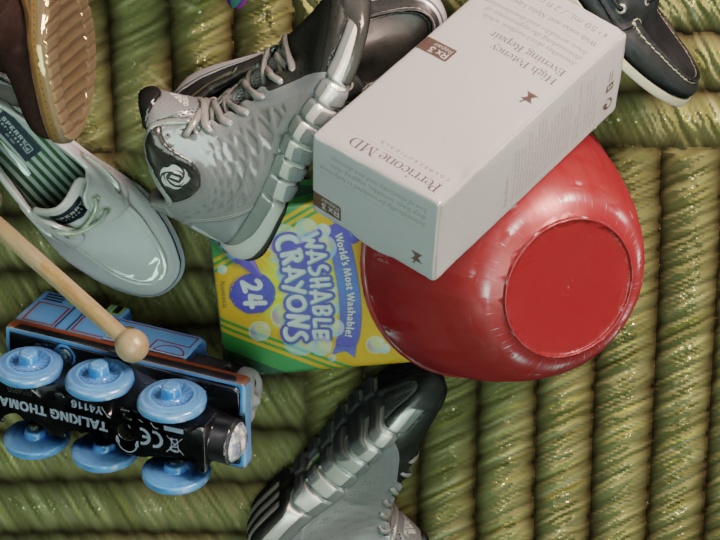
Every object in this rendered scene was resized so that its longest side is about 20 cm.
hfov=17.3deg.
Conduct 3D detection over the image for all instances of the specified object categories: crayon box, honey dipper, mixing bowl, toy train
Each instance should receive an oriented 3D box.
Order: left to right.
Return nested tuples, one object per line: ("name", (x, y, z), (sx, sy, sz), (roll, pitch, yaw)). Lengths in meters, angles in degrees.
("honey dipper", (-0.214, -0.004, 1.577), (0.200, 0.038, 0.038), (41, 109, 17))
("toy train", (-0.158, 0.081, 1.597), (0.200, 0.114, 0.087), (12, 123, 19))
("crayon box", (0.000, 0.000, 1.629), (0.200, 0.052, 0.126), (-5, 112, 0))
("mixing bowl", (0.113, -0.005, 1.562), (0.200, 0.108, 0.200), (-10, 112, -24))

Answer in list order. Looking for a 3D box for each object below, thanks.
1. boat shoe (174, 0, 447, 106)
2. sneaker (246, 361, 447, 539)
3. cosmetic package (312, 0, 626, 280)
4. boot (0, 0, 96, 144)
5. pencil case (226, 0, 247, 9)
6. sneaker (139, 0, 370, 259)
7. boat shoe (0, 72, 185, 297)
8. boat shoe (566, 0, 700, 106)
("boat shoe", (-0.034, -0.127, 1.573), (0.200, 0.057, 0.069), (-23, 111, 8))
("sneaker", (0.020, 0.152, 1.685), (0.115, 0.075, 0.200), (35, 120, -20))
("cosmetic package", (0.069, -0.094, 1.488), (0.102, 0.200, 0.074), (30, 143, 24))
("boot", (-0.265, -0.172, 1.529), (0.166, 0.072, 0.200), (-6, 104, 24))
("pencil case", (-0.127, -0.256, 1.500), (0.200, 0.092, 0.085), (38, 107, -16))
("sneaker", (-0.078, -0.107, 1.502), (0.115, 0.075, 0.200), (23, 113, -10))
("boat shoe", (-0.199, -0.048, 1.593), (0.200, 0.067, 0.074), (41, 101, -16))
("boat shoe", (0.167, -0.195, 1.541), (0.066, 0.075, 0.199), (-36, 99, 25))
